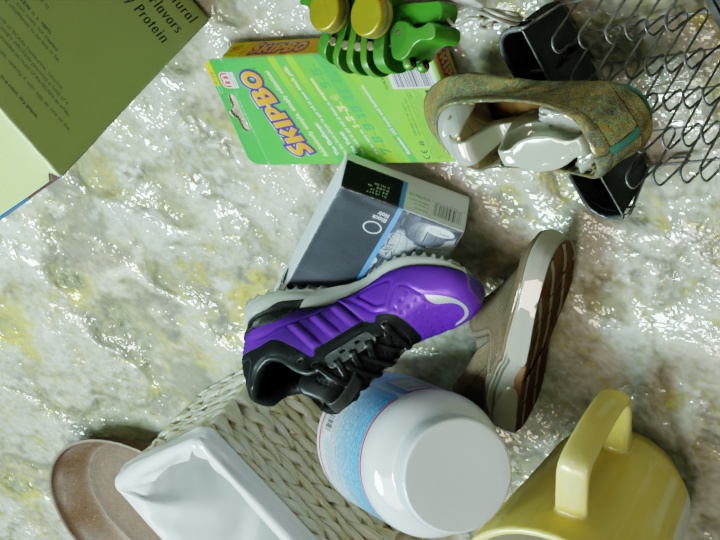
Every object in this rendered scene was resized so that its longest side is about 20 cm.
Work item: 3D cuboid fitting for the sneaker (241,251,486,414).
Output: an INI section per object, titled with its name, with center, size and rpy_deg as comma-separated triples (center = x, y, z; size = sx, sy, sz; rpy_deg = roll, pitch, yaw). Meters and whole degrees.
[sneaker]
center = 0.000, 0.057, 1.734
size = 0.199, 0.100, 0.070
rpy_deg = -15, 137, 28

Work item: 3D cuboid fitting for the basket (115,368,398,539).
[basket]
center = -0.076, 0.188, 1.962
size = 0.200, 0.124, 0.135
rpy_deg = 49, 139, -12

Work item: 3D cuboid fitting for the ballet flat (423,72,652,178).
[ballet flat]
center = 0.098, -0.090, 1.547
size = 0.199, 0.071, 0.071
rpy_deg = 4, 130, 47

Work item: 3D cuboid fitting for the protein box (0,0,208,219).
[protein box]
center = -0.256, -0.173, 1.700
size = 0.199, 0.200, 0.135
rpy_deg = 49, 139, -12

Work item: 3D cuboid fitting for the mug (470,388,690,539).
[mug]
center = 0.178, 0.187, 1.752
size = 0.149, 0.153, 0.187
rpy_deg = 40, 139, -2

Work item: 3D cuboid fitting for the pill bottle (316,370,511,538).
[pill bottle]
center = 0.042, 0.138, 1.779
size = 0.109, 0.109, 0.200
rpy_deg = 49, 171, -13

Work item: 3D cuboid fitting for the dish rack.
[dish rack]
center = 0.199, -0.115, 1.525
size = 0.199, 0.055, 0.154
rpy_deg = -5, 125, 47

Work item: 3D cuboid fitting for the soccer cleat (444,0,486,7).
[soccer cleat]
center = 0.066, -0.244, 1.509
size = 0.085, 0.069, 0.201
rpy_deg = 22, 141, 5

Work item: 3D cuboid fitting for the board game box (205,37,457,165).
[board game box]
center = -0.014, -0.120, 1.706
size = 0.199, 0.030, 0.096
rpy_deg = -1, 127, 33

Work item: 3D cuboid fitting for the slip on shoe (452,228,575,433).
[slip on shoe]
center = 0.107, 0.039, 1.734
size = 0.060, 0.076, 0.201
rpy_deg = 26, 147, 14

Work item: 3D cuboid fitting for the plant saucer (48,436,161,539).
[plant saucer]
center = -0.186, 0.217, 2.136
size = 0.199, 0.037, 0.201
rpy_deg = 20, 135, 20

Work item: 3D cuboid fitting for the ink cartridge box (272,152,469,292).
[ink cartridge box]
center = 0.000, 0.000, 1.777
size = 0.099, 0.039, 0.200
rpy_deg = 18, 141, -9

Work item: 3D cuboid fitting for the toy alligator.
[toy alligator]
center = 0.027, -0.153, 1.591
size = 0.199, 0.059, 0.055
rpy_deg = 13, 95, 45
